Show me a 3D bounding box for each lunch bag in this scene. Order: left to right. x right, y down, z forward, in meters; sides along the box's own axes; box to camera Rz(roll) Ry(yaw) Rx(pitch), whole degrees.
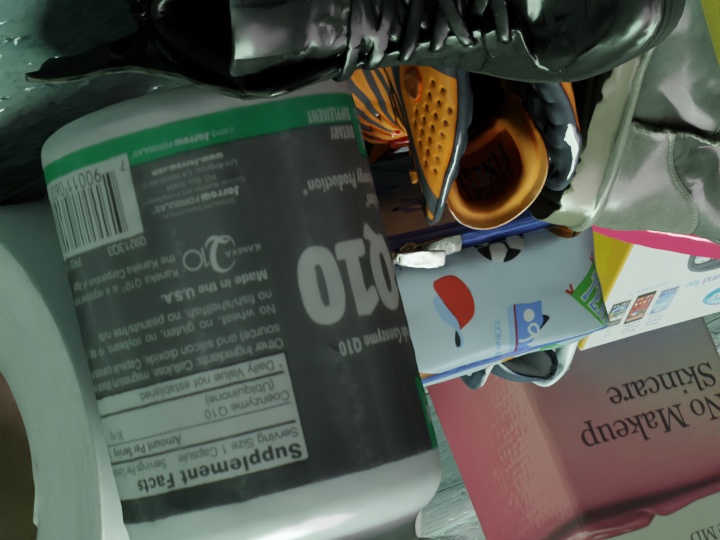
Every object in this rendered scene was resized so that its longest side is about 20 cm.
[{"bbox_3d":[0.000,0.000,0.998,0.159,0.076,0.200,-12,-170,-23],"label":"lunch bag"}]

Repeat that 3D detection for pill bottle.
[{"bbox_3d":[-0.036,0.038,0.846,0.112,0.202,0.113,-13,179,0],"label":"pill bottle"}]

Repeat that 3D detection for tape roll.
[{"bbox_3d":[-0.127,0.074,0.965,0.070,0.204,0.202,-8,159,-38],"label":"tape roll"}]

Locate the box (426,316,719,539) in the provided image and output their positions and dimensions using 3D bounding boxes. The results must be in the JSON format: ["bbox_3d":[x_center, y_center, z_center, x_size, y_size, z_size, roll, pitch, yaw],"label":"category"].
[{"bbox_3d":[0.128,0.087,1.326,0.127,0.201,0.109,-13,161,-27],"label":"box"}]

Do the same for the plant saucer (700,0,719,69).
[{"bbox_3d":[0.186,-0.097,0.840,0.199,0.201,0.048,-31,-158,-32],"label":"plant saucer"}]

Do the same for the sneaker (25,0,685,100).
[{"bbox_3d":[-0.005,-0.083,0.771,0.199,0.061,0.104,9,-156,37],"label":"sneaker"}]

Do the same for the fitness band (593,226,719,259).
[{"bbox_3d":[0.168,-0.056,1.071,0.198,0.038,0.144,8,149,3],"label":"fitness band"}]

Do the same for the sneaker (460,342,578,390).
[{"bbox_3d":[0.030,0.025,1.171,0.070,0.109,0.200,-3,155,-46],"label":"sneaker"}]

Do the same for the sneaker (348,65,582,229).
[{"bbox_3d":[0.021,-0.057,0.898,0.077,0.113,0.200,-17,163,-13],"label":"sneaker"}]

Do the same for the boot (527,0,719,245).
[{"bbox_3d":[0.174,-0.072,0.902,0.198,0.073,0.183,11,117,-18],"label":"boot"}]

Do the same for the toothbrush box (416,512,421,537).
[{"bbox_3d":[-0.059,0.104,1.269,0.144,0.087,0.200,-1,170,15],"label":"toothbrush box"}]

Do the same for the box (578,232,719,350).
[{"bbox_3d":[0.172,-0.031,1.218,0.118,0.042,0.201,-14,145,-26],"label":"box"}]
